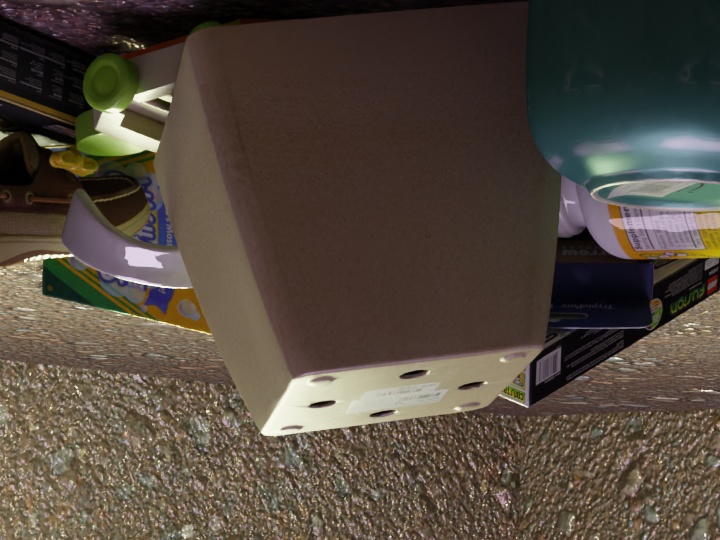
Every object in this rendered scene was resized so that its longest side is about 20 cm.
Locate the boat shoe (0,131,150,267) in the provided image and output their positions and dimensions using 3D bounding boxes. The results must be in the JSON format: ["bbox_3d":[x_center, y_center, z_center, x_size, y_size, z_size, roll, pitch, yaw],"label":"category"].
[{"bbox_3d":[-0.200,-0.048,1.270,0.072,0.073,0.199,12,-165,37],"label":"boat shoe"}]

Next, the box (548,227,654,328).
[{"bbox_3d":[0.118,-0.022,1.305,0.120,0.033,0.200,0,-153,3],"label":"box"}]

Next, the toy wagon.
[{"bbox_3d":[-0.095,-0.097,1.214,0.198,0.040,0.155,-13,164,27],"label":"toy wagon"}]

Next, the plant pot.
[{"bbox_3d":[0.006,-0.017,1.138,0.198,0.179,0.200,-6,163,-13],"label":"plant pot"}]

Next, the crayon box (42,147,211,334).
[{"bbox_3d":[-0.109,-0.027,1.385,0.198,0.127,0.052,12,-151,11],"label":"crayon box"}]

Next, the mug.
[{"bbox_3d":[0.162,-0.089,1.022,0.151,0.116,0.184,-2,170,32],"label":"mug"}]

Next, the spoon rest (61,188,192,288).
[{"bbox_3d":[-0.079,-0.022,1.273,0.198,0.100,0.061,-6,-137,-33],"label":"spoon rest"}]

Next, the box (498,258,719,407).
[{"bbox_3d":[0.125,0.015,1.304,0.109,0.035,0.199,22,-146,38],"label":"box"}]

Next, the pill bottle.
[{"bbox_3d":[0.191,-0.063,1.209,0.198,0.114,0.113,-1,171,25],"label":"pill bottle"}]

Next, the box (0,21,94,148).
[{"bbox_3d":[-0.256,-0.112,1.251,0.158,0.050,0.200,1,172,26],"label":"box"}]
